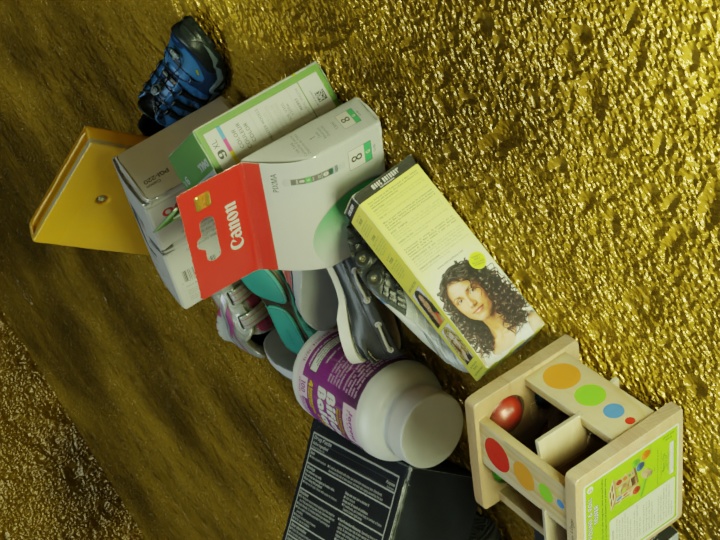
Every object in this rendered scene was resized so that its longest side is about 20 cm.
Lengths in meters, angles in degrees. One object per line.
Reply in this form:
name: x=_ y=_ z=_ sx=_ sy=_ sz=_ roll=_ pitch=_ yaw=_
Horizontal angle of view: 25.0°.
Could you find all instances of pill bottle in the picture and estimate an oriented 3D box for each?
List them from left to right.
pill bottle: x=0.020 y=0.138 z=1.751 sx=0.199 sy=0.112 sz=0.113 roll=26 pitch=145 yaw=52

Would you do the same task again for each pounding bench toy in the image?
pounding bench toy: x=0.183 y=0.187 z=1.421 sx=0.156 sy=0.124 sz=0.202 roll=34 pitch=143 yaw=43

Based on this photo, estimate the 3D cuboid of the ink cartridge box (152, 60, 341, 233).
ink cartridge box: x=-0.121 y=-0.118 z=1.548 sx=0.060 sy=0.199 sz=0.104 roll=58 pitch=158 yaw=-2

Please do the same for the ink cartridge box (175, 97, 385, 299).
ink cartridge box: x=-0.066 y=-0.054 z=1.527 sx=0.050 sy=0.199 sz=0.162 roll=47 pitch=159 yaw=33

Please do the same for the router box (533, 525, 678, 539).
router box: x=0.238 y=0.281 z=1.575 sx=0.157 sy=0.052 sz=0.201 roll=38 pitch=153 yaw=39

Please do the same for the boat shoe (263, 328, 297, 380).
boat shoe: x=-0.040 y=0.130 z=1.942 sx=0.199 sy=0.070 sz=0.067 roll=24 pitch=143 yaw=40

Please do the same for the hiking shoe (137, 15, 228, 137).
hiking shoe: x=-0.197 y=-0.196 z=1.757 sx=0.075 sy=0.086 sz=0.200 roll=49 pitch=158 yaw=15

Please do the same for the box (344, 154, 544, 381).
box: x=0.075 y=-0.003 z=1.477 sx=0.200 sy=0.075 sz=0.050 roll=51 pitch=161 yaw=9

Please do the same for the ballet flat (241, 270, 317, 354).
ballet flat: x=-0.086 y=0.016 z=1.843 sx=0.067 sy=0.071 sz=0.201 roll=14 pitch=151 yaw=30

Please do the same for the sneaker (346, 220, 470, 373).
sneaker: x=0.060 y=0.019 z=1.540 sx=0.200 sy=0.072 sz=0.072 roll=48 pitch=-175 yaw=5

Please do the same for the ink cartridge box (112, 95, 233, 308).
ink cartridge box: x=-0.173 y=-0.073 z=1.779 sx=0.085 sy=0.145 sz=0.201 roll=51 pitch=165 yaw=31

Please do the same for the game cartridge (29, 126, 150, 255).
game cartridge: x=-0.253 y=-0.086 z=1.847 sx=0.177 sy=0.198 sz=0.033 roll=-50 pitch=47 yaw=38

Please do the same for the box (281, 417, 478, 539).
box: x=0.019 y=0.294 z=1.835 sx=0.199 sy=0.122 sz=0.200 roll=20 pitch=96 yaw=54

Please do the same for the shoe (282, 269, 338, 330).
shoe: x=-0.065 y=-0.031 z=1.753 sx=0.091 sy=0.071 sz=0.201 roll=47 pitch=160 yaw=44

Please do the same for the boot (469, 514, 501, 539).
boot: x=0.141 y=0.368 z=1.912 sx=0.164 sy=0.065 sz=0.201 roll=22 pitch=146 yaw=58

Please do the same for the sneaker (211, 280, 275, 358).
sneaker: x=-0.140 y=0.032 z=2.000 sx=0.088 sy=0.081 sz=0.201 roll=34 pitch=157 yaw=35

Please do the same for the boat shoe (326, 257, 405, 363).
boat shoe: x=0.000 y=0.000 z=1.659 sx=0.060 sy=0.074 sz=0.202 roll=-6 pitch=105 yaw=21
